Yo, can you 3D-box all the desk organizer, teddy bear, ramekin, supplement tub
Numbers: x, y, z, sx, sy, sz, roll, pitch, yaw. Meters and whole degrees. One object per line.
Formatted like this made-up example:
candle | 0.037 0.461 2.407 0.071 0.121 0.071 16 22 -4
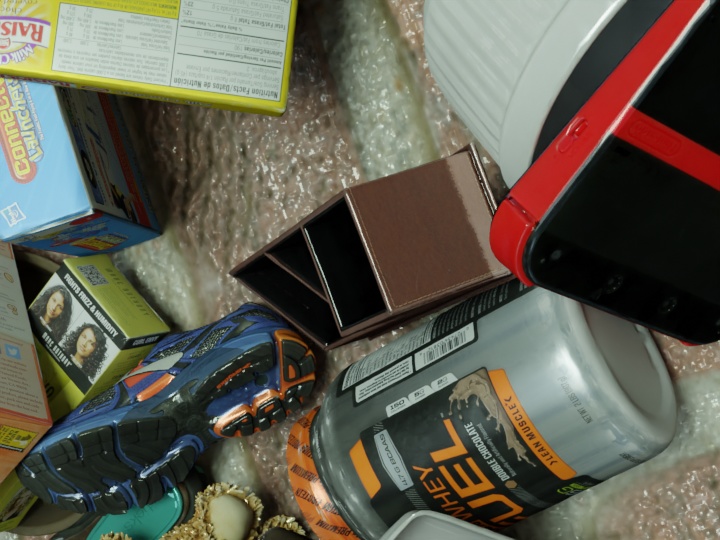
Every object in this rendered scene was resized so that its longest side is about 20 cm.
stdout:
desk organizer | 0.000 0.000 0.774 0.200 0.077 0.072 -29 80 65
teddy bear | -0.122 0.215 0.896 0.200 0.145 0.067 -58 39 16
ramekin | 0.124 -0.132 0.696 0.105 0.200 0.200 48 113 26
supplement tub | 0.063 0.083 0.786 0.200 0.122 0.123 -31 82 26

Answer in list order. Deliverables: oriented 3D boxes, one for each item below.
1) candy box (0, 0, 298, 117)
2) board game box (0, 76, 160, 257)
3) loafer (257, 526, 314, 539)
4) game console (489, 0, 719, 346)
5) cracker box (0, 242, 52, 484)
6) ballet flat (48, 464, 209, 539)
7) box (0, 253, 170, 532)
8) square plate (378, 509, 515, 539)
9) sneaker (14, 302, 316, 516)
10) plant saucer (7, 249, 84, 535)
candy box | -0.132 -0.145 0.743 0.199 0.026 0.103 8 87 -7
board game box | -0.193 -0.112 0.847 0.056 0.196 0.201 -18 87 1
loafer | -0.040 0.219 0.856 0.071 0.073 0.201 54 148 33
game console | 0.171 -0.047 0.686 0.177 0.199 0.031 -54 46 18
cracker box | -0.272 0.060 0.904 0.134 0.058 0.200 -46 45 23
ballet flat | -0.174 0.194 0.941 0.200 0.068 0.068 -37 84 16
box | -0.213 0.085 0.930 0.075 0.050 0.200 48 113 16
square plate | 0.037 0.211 0.793 0.200 0.198 0.028 -50 41 21
sneaker | -0.123 0.086 0.882 0.199 0.079 0.076 -25 123 -1
plant saucer | -0.234 0.084 0.984 0.199 0.029 0.201 3 97 26
